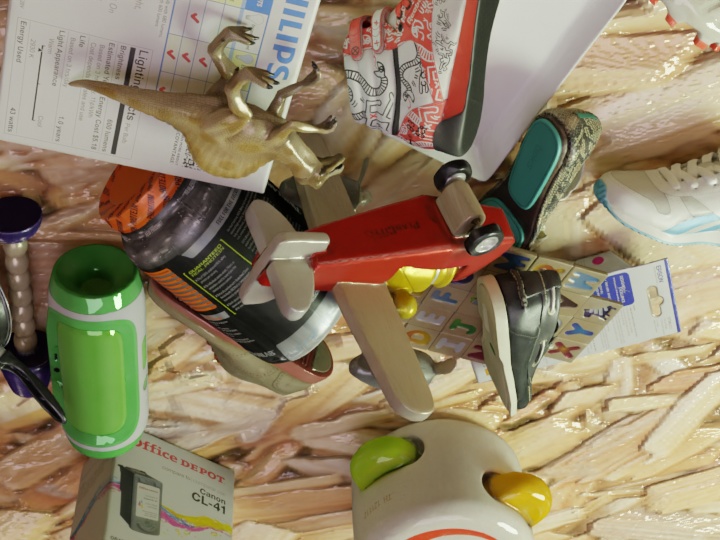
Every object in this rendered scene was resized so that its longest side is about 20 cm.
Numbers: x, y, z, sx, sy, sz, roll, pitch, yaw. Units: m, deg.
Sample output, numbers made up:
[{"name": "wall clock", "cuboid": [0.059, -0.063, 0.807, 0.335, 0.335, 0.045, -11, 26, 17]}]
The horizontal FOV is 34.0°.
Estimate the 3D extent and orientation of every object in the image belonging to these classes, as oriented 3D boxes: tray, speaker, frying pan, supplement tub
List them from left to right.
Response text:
[{"name": "frying pan", "cuboid": [-0.338, 0.058, 1.034, 0.114, 0.031, 0.192, -4, 114, 38]}, {"name": "speaker", "cuboid": [-0.236, 0.077, 1.067, 0.087, 0.089, 0.202, 3, 130, -5]}, {"name": "supplement tub", "cuboid": [-0.108, -0.023, 0.966, 0.122, 0.123, 0.200, -34, 124, 23]}, {"name": "tray", "cuboid": [0.109, -0.166, 0.924, 0.107, 0.022, 0.201, 23, 125, -20]}]

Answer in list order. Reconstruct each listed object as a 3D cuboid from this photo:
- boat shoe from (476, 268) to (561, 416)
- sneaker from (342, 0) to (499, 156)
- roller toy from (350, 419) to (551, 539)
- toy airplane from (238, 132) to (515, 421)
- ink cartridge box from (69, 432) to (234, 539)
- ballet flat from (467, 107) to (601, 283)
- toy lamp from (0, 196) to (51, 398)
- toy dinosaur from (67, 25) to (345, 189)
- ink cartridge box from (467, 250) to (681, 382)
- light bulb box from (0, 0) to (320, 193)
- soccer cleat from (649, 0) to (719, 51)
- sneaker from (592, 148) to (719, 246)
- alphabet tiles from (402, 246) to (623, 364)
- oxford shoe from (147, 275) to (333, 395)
[{"name": "boat shoe", "cuboid": [0.140, 0.065, 1.011, 0.067, 0.072, 0.201, -19, 147, -6]}, {"name": "sneaker", "cuboid": [0.044, -0.189, 0.864, 0.107, 0.067, 0.203, 17, 120, 17]}, {"name": "roller toy", "cuboid": [0.085, 0.258, 1.198, 0.197, 0.141, 0.184, 2, 130, -5]}, {"name": "toy airplane", "cuboid": [0.000, 0.000, 0.900, 0.197, 0.201, 0.142, 25, 147, 6]}, {"name": "ink cartridge box", "cuboid": [-0.204, 0.268, 1.152, 0.147, 0.201, 0.086, 28, 123, -24]}, {"name": "ballet flat", "cuboid": [0.143, -0.057, 0.990, 0.075, 0.068, 0.201, -10, 146, -37]}, {"name": "toy lamp", "cuboid": [-0.302, 0.031, 1.044, 0.057, 0.059, 0.202, 1, 129, -4]}, {"name": "toy dinosaur", "cuboid": [-0.089, -0.104, 0.780, 0.198, 0.059, 0.101, 19, 128, -19]}, {"name": "ink cartridge box", "cuboid": [0.190, 0.040, 1.091, 0.198, 0.037, 0.095, -14, 128, 12]}, {"name": "light bulb box", "cuboid": [-0.140, -0.183, 0.830, 0.198, 0.126, 0.200, 11, 128, -13]}, {"name": "soccer cleat", "cuboid": [0.298, -0.197, 0.884, 0.198, 0.070, 0.078, 18, 122, -26]}, {"name": "sneaker", "cuboid": [0.290, -0.067, 0.990, 0.198, 0.077, 0.081, 6, 121, -16]}, {"name": "alphabet tiles", "cuboid": [0.119, 0.034, 1.032, 0.198, 0.006, 0.167, 14, 142, -14]}, {"name": "oxford shoe", "cuboid": [-0.120, 0.062, 1.072, 0.199, 0.071, 0.075, 35, 126, -26]}]
